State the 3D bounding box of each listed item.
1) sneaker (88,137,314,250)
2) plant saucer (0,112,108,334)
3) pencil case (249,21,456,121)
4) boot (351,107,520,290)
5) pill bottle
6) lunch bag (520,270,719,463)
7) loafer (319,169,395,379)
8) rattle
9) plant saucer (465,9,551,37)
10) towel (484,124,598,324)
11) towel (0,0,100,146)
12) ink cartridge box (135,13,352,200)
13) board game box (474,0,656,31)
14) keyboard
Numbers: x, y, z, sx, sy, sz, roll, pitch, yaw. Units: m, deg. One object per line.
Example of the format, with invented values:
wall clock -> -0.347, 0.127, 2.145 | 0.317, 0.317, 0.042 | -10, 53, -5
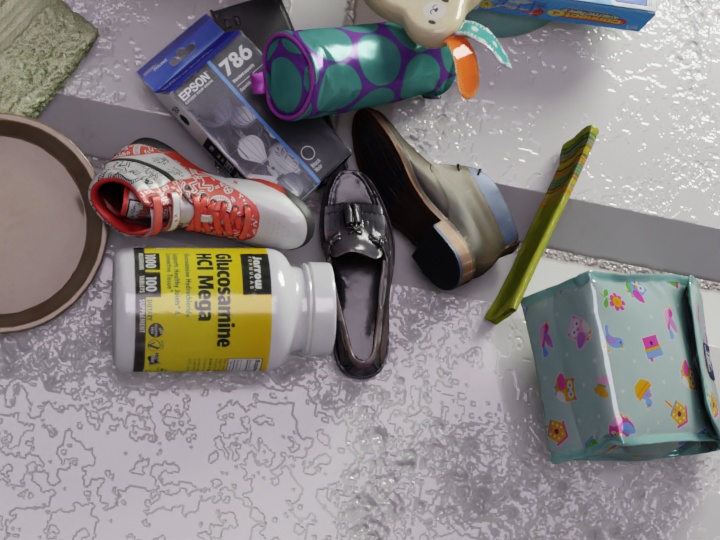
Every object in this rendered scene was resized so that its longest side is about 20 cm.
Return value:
sneaker -> -0.149, -0.052, 1.585 | 0.200, 0.068, 0.108 | 24, 31, 12
plant saucer -> -0.331, -0.043, 1.593 | 0.199, 0.029, 0.202 | 0, 89, -16
pencil case -> 0.001, -0.193, 1.641 | 0.199, 0.092, 0.086 | -14, 103, -39
boot -> 0.071, -0.078, 1.682 | 0.097, 0.075, 0.201 | -20, 74, -37
pill bottle -> -0.126, 0.035, 1.585 | 0.198, 0.112, 0.113 | -1, 78, -10
lunch bag -> 0.266, 0.092, 1.635 | 0.199, 0.122, 0.172 | 3, 72, -37
loafer -> 0.000, 0.000, 1.634 | 0.071, 0.063, 0.202 | -4, 83, -3
rattle -> 0.071, -0.276, 1.585 | 0.129, 0.143, 0.201 | -5, 53, -18
plant saucer -> 0.136, -0.336, 1.754 | 0.198, 0.036, 0.202 | 2, 77, -9
towel -> 0.174, -0.044, 1.668 | 0.018, 0.086, 0.201 | 27, 75, -2
towel -> -0.355, -0.195, 1.636 | 0.148, 0.036, 0.200 | 40, 74, -1
ink cartridge box -> -0.110, -0.149, 1.646 | 0.200, 0.039, 0.099 | 46, 70, 0
board game box -> 0.195, -0.350, 1.720 | 0.194, 0.056, 0.202 | 7, 76, -8
keyboard -> -0.101, -0.163, 1.683 | 0.126, 0.021, 0.201 | -18, 80, -19
